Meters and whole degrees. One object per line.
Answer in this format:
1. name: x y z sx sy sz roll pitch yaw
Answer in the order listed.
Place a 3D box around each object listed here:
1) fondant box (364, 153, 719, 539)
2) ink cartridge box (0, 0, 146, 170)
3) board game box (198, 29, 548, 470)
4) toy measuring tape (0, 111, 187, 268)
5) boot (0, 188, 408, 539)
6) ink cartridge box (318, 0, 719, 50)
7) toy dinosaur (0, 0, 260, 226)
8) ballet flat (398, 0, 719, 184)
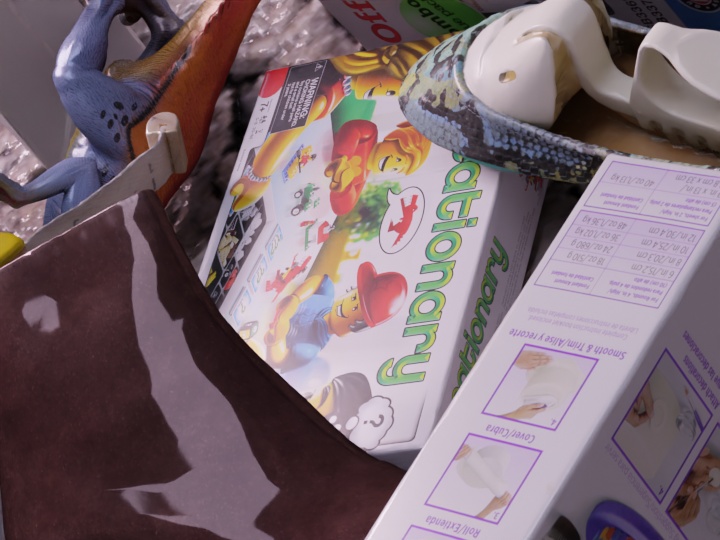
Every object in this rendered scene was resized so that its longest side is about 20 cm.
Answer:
1. fondant box: 0.072 0.089 0.830 0.058 0.144 0.201 11 59 43
2. ink cartridge box: -0.175 -0.135 1.268 0.067 0.116 0.200 -41 39 -4
3. board game box: 0.000 0.000 1.063 0.126 0.035 0.201 -10 47 30
4. toy measuring tape: -0.148 -0.002 1.065 0.073 0.074 0.200 8 41 42
5. boot: -0.042 0.049 0.958 0.199 0.072 0.167 -27 80 24
6. ink cartridge box: 0.066 -0.180 1.089 0.199 0.147 0.147 -1 60 39
7. toy dinosaur: -0.101 -0.033 1.127 0.199 0.105 0.183 -14 70 18
8. ballet flat: 0.094 -0.063 0.995 0.199 0.074 0.074 15 61 31
